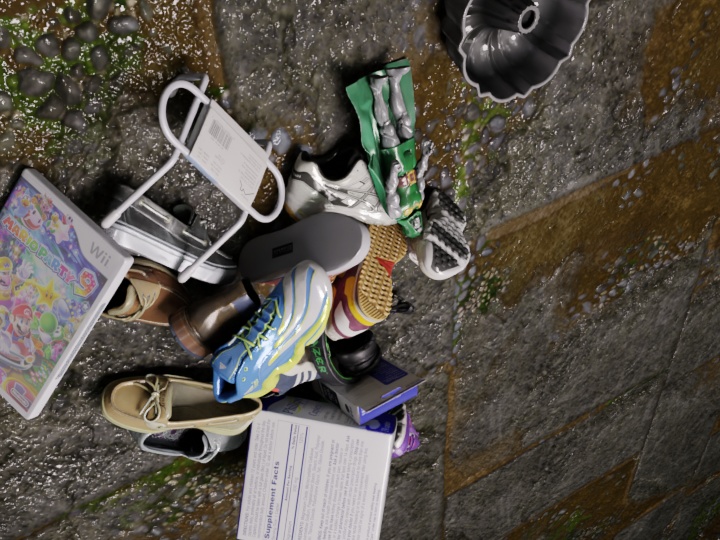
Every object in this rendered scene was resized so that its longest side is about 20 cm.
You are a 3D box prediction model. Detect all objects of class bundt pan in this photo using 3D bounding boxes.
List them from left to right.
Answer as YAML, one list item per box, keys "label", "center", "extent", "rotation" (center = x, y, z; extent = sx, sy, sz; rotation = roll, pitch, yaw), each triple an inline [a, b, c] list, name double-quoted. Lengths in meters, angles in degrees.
- label: "bundt pan"
  center: [0.176, -0.310, 0.910]
  extent: [0.198, 0.076, 0.205]
  rotation: [-21, 135, -22]

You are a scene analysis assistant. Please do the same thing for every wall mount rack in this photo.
- label: "wall mount rack"
  center: [-0.166, -0.091, 0.785]
  extent: [0.200, 0.073, 0.177]
  rotation: [44, 58, -49]

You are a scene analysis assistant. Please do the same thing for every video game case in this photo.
- label: "video game case"
  center: [-0.327, 0.024, 0.764]
  extent: [0.202, 0.142, 0.018]
  rotation: [-54, 170, 13]

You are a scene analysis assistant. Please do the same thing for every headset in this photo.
- label: "headset"
  center: [0.002, 0.082, 1.068]
  extent: [0.199, 0.092, 0.127]
  rotation: [-26, 107, -60]

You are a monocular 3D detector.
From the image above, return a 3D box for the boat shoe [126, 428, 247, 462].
- label: "boat shoe"
  center: [-0.228, 0.228, 1.047]
  extent: [0.199, 0.072, 0.071]
  rotation: [23, 109, -46]

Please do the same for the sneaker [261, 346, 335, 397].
- label: "sneaker"
  center: [-0.101, 0.130, 1.040]
  extent: [0.084, 0.076, 0.199]
  rotation: [-40, 161, 10]

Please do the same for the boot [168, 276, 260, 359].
- label: "boot"
  center: [-0.144, 0.066, 0.938]
  extent: [0.096, 0.076, 0.200]
  rotation: [-32, 164, 8]

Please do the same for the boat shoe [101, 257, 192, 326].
- label: "boat shoe"
  center: [-0.266, 0.025, 0.849]
  extent: [0.076, 0.074, 0.199]
  rotation: [-50, 138, 10]

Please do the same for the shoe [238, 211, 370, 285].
- label: "shoe"
  center: [-0.049, -0.015, 0.924]
  extent: [0.197, 0.073, 0.090]
  rotation: [-11, 160, 38]

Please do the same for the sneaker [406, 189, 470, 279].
- label: "sneaker"
  center: [0.095, -0.032, 1.012]
  extent: [0.075, 0.201, 0.081]
  rotation: [41, 114, -10]

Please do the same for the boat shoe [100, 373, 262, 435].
- label: "boat shoe"
  center: [-0.223, 0.167, 0.971]
  extent: [0.197, 0.075, 0.063]
  rotation: [16, 147, -25]

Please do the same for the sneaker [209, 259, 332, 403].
- label: "sneaker"
  center: [-0.104, 0.081, 0.858]
  extent: [0.105, 0.075, 0.202]
  rotation: [-27, 152, -57]

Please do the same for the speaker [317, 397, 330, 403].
- label: "speaker"
  center: [-0.051, 0.240, 1.183]
  extent: [0.199, 0.089, 0.089]
  rotation: [-38, 138, -5]

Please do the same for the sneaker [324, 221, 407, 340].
- label: "sneaker"
  center: [0.000, 0.000, 0.988]
  extent: [0.089, 0.202, 0.075]
  rotation: [-32, 115, 35]

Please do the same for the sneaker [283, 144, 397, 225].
- label: "sneaker"
  center: [0.003, -0.109, 0.944]
  extent: [0.196, 0.076, 0.089]
  rotation: [-9, 129, -33]

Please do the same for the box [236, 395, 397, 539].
- label: "box"
  center: [-0.059, 0.286, 1.076]
  extent: [0.195, 0.105, 0.189]
  rotation: [9, 96, 5]

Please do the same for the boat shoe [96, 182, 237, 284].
- label: "boat shoe"
  center: [-0.198, -0.037, 0.852]
  extent: [0.199, 0.071, 0.072]
  rotation: [27, 84, -57]

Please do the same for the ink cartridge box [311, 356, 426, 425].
- label: "ink cartridge box"
  center: [0.008, 0.162, 1.082]
  extent: [0.098, 0.199, 0.040]
  rotation: [-23, 108, -21]

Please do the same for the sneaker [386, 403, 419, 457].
- label: "sneaker"
  center: [0.064, 0.253, 1.213]
  extent: [0.081, 0.083, 0.200]
  rotation: [-46, 180, 3]

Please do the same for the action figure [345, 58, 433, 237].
- label: "action figure"
  center: [0.047, -0.134, 0.913]
  extent: [0.117, 0.054, 0.204]
  rotation: [-32, 121, -37]
